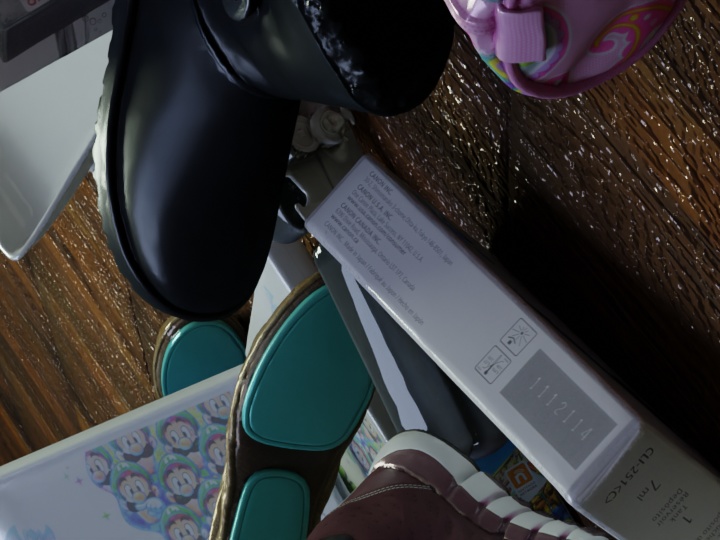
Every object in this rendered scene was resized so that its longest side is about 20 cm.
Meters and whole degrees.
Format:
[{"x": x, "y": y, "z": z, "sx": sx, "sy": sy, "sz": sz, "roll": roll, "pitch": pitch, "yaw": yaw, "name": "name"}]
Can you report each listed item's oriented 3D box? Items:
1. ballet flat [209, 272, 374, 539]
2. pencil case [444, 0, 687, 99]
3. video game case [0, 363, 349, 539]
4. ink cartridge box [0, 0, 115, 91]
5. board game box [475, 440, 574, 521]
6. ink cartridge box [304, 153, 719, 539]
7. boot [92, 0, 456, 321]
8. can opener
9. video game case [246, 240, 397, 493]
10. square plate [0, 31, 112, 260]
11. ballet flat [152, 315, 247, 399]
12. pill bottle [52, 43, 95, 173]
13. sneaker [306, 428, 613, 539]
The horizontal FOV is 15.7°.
[{"x": -0.038, "y": 0.083, "z": 1.295, "sx": 0.072, "sy": 0.068, "sz": 0.200, "roll": -123, "pitch": 44, "yaw": -68, "name": "ballet flat"}, {"x": 0.020, "y": -0.141, "z": 0.797, "sx": 0.200, "sy": 0.087, "sz": 0.088, "roll": 50, "pitch": 163, "yaw": 31, "name": "pencil case"}, {"x": -0.093, "y": 0.161, "z": 1.436, "sx": 0.182, "sy": 0.200, "sz": 0.024, "roll": 63, "pitch": -159, "yaw": -11, "name": "video game case"}, {"x": -0.143, "y": -0.166, "z": 1.065, "sx": 0.085, "sy": 0.200, "sz": 0.146, "roll": 40, "pitch": 156, "yaw": 53, "name": "ink cartridge box"}, {"x": 0.055, "y": 0.193, "z": 1.200, "sx": 0.200, "sy": 0.147, "sz": 0.064, "roll": 59, "pitch": 167, "yaw": 3, "name": "board game box"}, {"x": 0.085, "y": 0.055, "z": 1.040, "sx": 0.176, "sy": 0.045, "sz": 0.200, "roll": 38, "pitch": -174, "yaw": -45, "name": "ink cartridge box"}, {"x": -0.033, "y": -0.069, "z": 0.994, "sx": 0.168, "sy": 0.076, "sz": 0.201, "roll": 15, "pitch": 106, "yaw": 58, "name": "boot"}, {"x": 0.000, "y": 0.000, "z": 1.168, "sx": 0.066, "sy": 0.053, "sz": 0.200, "roll": -40, "pitch": 75, "yaw": 45, "name": "can opener"}, {"x": 0.001, "y": 0.094, "z": 1.410, "sx": 0.200, "sy": 0.024, "sz": 0.182, "roll": 57, "pitch": 165, "yaw": 14, "name": "video game case"}, {"x": -0.143, "y": -0.129, "z": 1.236, "sx": 0.028, "sy": 0.198, "sz": 0.200, "roll": 25, "pitch": -165, "yaw": -44, "name": "square plate"}, {"x": -0.093, "y": 0.072, "z": 1.673, "sx": 0.200, "sy": 0.068, "sz": 0.072, "roll": 70, "pitch": -178, "yaw": -47, "name": "ballet flat"}, {"x": -0.124, "y": -0.112, "z": 1.305, "sx": 0.200, "sy": 0.104, "sz": 0.104, "roll": 47, "pitch": 161, "yaw": 44, "name": "pill bottle"}, {"x": 0.044, "y": 0.148, "z": 1.047, "sx": 0.200, "sy": 0.115, "sz": 0.076, "roll": 28, "pitch": 149, "yaw": 48, "name": "sneaker"}]
